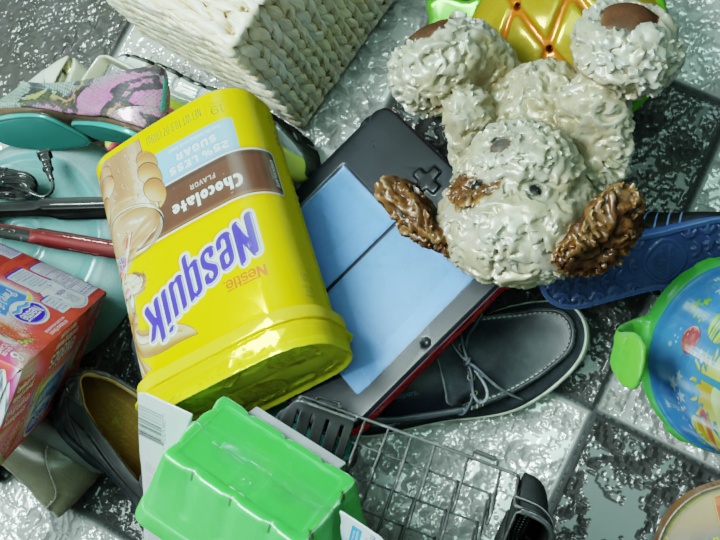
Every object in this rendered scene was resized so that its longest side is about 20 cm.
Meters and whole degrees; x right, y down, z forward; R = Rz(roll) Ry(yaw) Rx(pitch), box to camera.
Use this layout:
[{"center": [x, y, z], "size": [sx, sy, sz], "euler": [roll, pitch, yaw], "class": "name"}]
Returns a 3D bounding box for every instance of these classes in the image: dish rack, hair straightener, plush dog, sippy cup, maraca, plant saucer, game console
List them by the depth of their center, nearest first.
[{"center": [0.259, 0.067, 0.674], "size": [0.176, 0.130, 0.141], "euler": [-28, 99, 2], "class": "sippy cup"}, {"center": [0.108, -0.063, 0.688], "size": [0.197, 0.162, 0.173], "euler": [4, 51, 30], "class": "plush dog"}, {"center": [0.019, 0.171, 0.715], "size": [0.197, 0.055, 0.155], "euler": [20, 121, 4], "class": "dish rack"}, {"center": [0.000, 0.000, 0.766], "size": [0.200, 0.031, 0.177], "euler": [-43, 65, 0], "class": "game console"}, {"center": [0.130, -0.163, 0.792], "size": [0.197, 0.107, 0.140], "euler": [-9, 98, 24], "class": "maraca"}, {"center": [-0.261, -0.058, 0.852], "size": [0.196, 0.041, 0.078], "euler": [6, 78, 18], "class": "hair straightener"}, {"center": [-0.272, -0.021, 0.880], "size": [0.196, 0.036, 0.204], "euler": [-3, 76, 11], "class": "plant saucer"}]

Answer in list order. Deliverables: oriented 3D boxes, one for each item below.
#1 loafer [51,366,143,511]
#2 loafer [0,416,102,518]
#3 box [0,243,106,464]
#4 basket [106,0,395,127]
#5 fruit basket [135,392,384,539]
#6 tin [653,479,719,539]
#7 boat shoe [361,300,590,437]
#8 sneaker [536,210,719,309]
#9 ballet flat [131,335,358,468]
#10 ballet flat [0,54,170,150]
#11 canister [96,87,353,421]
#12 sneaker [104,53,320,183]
[{"center": [-0.139, 0.144, 0.772], "size": [0.198, 0.072, 0.073], "euler": [35, 63, -3], "class": "loafer"}, {"center": [-0.292, 0.128, 0.829], "size": [0.197, 0.075, 0.071], "euler": [23, 78, 16], "class": "loafer"}, {"center": [-0.262, 0.059, 0.745], "size": [0.098, 0.200, 0.097], "euler": [24, 102, -4], "class": "box"}, {"center": [-0.093, -0.239, 0.811], "size": [0.198, 0.198, 0.162], "euler": [31, 89, 16], "class": "basket"}, {"center": [-0.068, 0.183, 0.695], "size": [0.183, 0.202, 0.094], "euler": [28, 50, 20], "class": "fruit basket"}, {"center": [0.290, 0.181, 0.704], "size": [0.197, 0.042, 0.114], "euler": [-18, 88, 7], "class": "tin"}, {"center": [0.071, 0.071, 0.772], "size": [0.196, 0.062, 0.076], "euler": [-17, 73, 7], "class": "boat shoe"}, {"center": [0.209, -0.016, 0.760], "size": [0.196, 0.078, 0.071], "euler": [-1, 113, -10], "class": "sneaker"}, {"center": [-0.091, 0.105, 0.801], "size": [0.198, 0.073, 0.074], "euler": [31, 85, 13], "class": "ballet flat"}, {"center": [-0.217, -0.133, 0.833], "size": [0.197, 0.069, 0.072], "euler": [5, 75, 37], "class": "ballet flat"}, {"center": [-0.102, -0.007, 0.742], "size": [0.147, 0.086, 0.203], "euler": [-27, 65, 18], "class": "canister"}, {"center": [-0.122, -0.099, 0.852], "size": [0.197, 0.078, 0.092], "euler": [23, 91, 22], "class": "sneaker"}]
